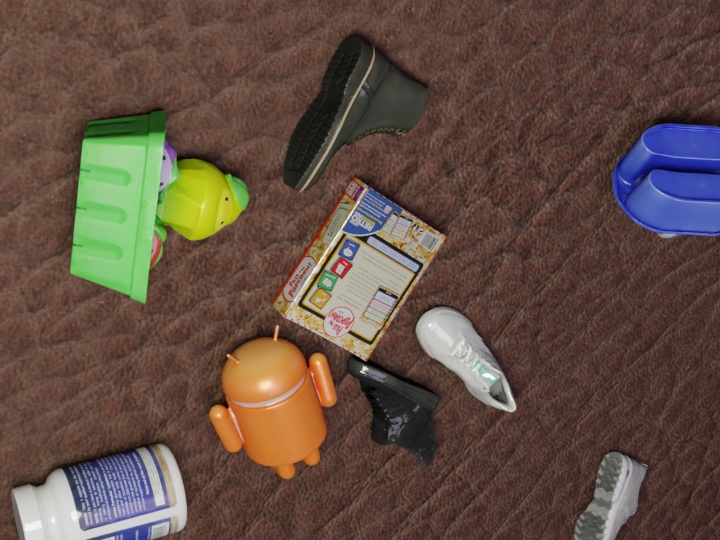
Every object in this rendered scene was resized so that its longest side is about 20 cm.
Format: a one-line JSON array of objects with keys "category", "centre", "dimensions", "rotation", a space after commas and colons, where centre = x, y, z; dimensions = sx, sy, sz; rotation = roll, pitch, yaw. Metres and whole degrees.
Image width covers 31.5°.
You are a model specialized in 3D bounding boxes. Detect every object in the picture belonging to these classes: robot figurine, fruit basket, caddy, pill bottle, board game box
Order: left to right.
[{"category": "pill bottle", "centre": [-0.326, 0.293, 1.593], "dimensions": [0.199, 0.116, 0.116], "rotation": [-11, 116, -23]}, {"category": "fruit basket", "centre": [-0.226, -0.077, 1.480], "dimensions": [0.214, 0.156, 0.217], "rotation": [-3, 110, -7]}, {"category": "robot figurine", "centre": [-0.110, 0.170, 1.652], "dimensions": [0.143, 0.117, 0.201], "rotation": [-8, 120, 15]}, {"category": "board game box", "centre": [0.000, 0.000, 1.675], "dimensions": [0.151, 0.046, 0.200], "rotation": [31, 95, -34]}, {"category": "caddy", "centre": [0.455, -0.122, 1.790], "dimensions": [0.199, 0.142, 0.105], "rotation": [3, 152, -10]}]

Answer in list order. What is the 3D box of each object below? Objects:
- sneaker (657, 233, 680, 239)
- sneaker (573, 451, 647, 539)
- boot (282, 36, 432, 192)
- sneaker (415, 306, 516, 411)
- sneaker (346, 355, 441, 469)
[{"category": "sneaker", "centre": [0.533, -0.076, 1.898], "dimensions": [0.200, 0.084, 0.121], "rotation": [-35, 113, -11]}, {"category": "sneaker", "centre": [0.405, 0.390, 2.031], "dimensions": [0.082, 0.075, 0.201], "rotation": [13, 104, -29]}, {"category": "boot", "centre": [0.002, -0.171, 1.591], "dimensions": [0.138, 0.077, 0.201], "rotation": [24, 100, -37]}, {"category": "sneaker", "centre": [0.158, 0.127, 1.786], "dimensions": [0.075, 0.088, 0.200], "rotation": [-46, 123, -1]}, {"category": "sneaker", "centre": [0.042, 0.198, 1.773], "dimensions": [0.199, 0.060, 0.105], "rotation": [27, 93, -36]}]
